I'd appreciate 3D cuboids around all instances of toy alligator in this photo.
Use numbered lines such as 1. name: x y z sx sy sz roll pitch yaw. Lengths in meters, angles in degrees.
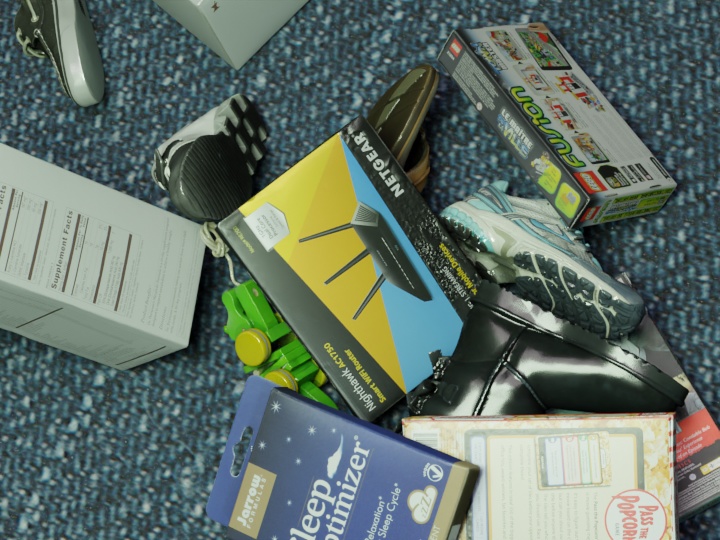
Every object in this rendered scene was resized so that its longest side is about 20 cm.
1. toy alligator: -0.086 0.054 1.406 0.054 0.059 0.201 -38 84 37

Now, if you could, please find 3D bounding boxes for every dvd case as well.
1. dvd case: 0.194 0.116 1.344 0.145 0.022 0.201 -29 64 1

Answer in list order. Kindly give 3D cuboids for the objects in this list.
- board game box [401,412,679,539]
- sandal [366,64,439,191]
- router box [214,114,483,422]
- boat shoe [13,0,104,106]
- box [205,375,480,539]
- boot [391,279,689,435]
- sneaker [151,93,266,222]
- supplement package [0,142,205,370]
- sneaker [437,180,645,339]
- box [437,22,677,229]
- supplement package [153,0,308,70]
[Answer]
1. board game box: 0.132 0.181 1.248 0.199 0.046 0.153 -1 87 14
2. sandal: 0.028 -0.076 1.445 0.082 0.054 0.201 4 77 60
3. router box: 0.000 0.000 1.374 0.149 0.051 0.200 -38 95 -6
4. boat shoe: -0.286 -0.225 1.591 0.063 0.071 0.201 -21 56 4
5. box: -0.022 0.165 1.258 0.199 0.032 0.122 20 96 24
6. boot: 0.131 0.115 1.308 0.197 0.073 0.163 26 86 18
7. sneaker: -0.141 -0.081 1.450 0.088 0.200 0.074 -24 106 18
8. supplement package: -0.242 -0.007 1.395 0.113 0.199 0.110 -20 55 49
9. sneaker: 0.155 -0.020 1.372 0.200 0.078 0.086 32 61 34
10. box: 0.161 -0.124 1.414 0.110 0.035 0.200 -11 55 -38
11. supplement package: -0.153 -0.301 1.559 0.117 0.117 0.200 -44 64 -8
